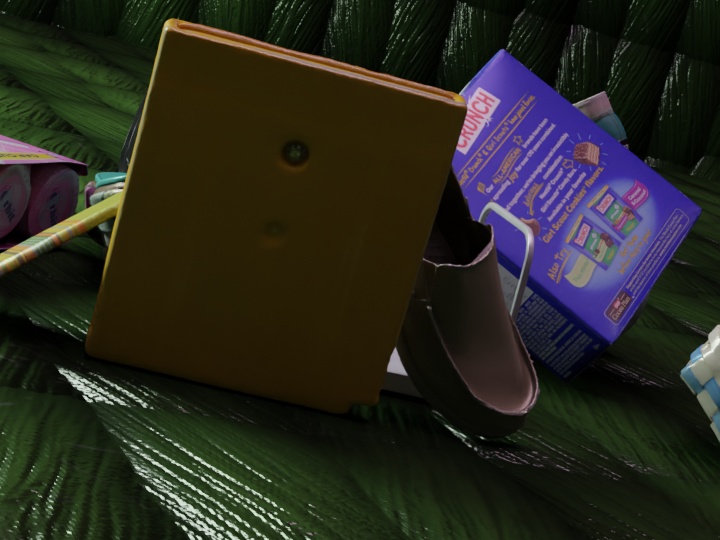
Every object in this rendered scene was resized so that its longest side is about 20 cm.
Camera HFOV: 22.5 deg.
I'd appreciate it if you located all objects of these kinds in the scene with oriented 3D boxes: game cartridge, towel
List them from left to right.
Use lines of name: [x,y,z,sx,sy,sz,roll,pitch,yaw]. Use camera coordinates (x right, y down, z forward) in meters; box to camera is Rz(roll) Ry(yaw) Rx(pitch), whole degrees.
towel: [-0.146,-0.034,1.078,0.200,0.018,0.086,-29,10,-13]
game cartridge: [-0.050,-0.026,1.033,0.176,0.200,0.032,14,19,-9]

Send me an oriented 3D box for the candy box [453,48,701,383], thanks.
candy box: [0.130,-0.044,1.352,0.200,0.077,0.169,41,52,1]

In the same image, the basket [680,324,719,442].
basket: [0.330,0.047,1.211,0.139,0.200,0.176,53,25,18]

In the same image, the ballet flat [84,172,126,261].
ballet flat: [-0.161,-0.034,1.276,0.069,0.071,0.200,1,3,-15]

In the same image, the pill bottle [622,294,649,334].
pill bottle: [0.131,-0.004,1.457,0.200,0.111,0.111,7,13,-39]

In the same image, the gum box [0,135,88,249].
gum box: [-0.288,-0.060,1.253,0.113,0.066,0.200,18,10,21]

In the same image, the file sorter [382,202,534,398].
file sorter: [0.000,0.000,1.196,0.200,0.125,0.139,13,10,-13]

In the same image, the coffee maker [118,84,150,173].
coffee maker: [-0.088,-0.076,1.443,0.200,0.135,0.192,26,-25,-36]

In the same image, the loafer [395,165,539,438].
loafer: [0.053,0.010,1.088,0.068,0.200,0.076,-22,11,46]

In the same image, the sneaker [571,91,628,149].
sneaker: [0.136,-0.076,1.528,0.200,0.080,0.071,-25,0,32]
